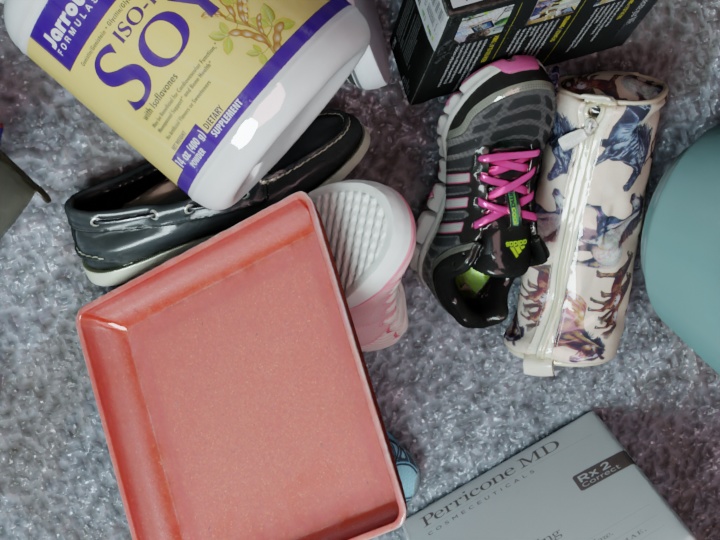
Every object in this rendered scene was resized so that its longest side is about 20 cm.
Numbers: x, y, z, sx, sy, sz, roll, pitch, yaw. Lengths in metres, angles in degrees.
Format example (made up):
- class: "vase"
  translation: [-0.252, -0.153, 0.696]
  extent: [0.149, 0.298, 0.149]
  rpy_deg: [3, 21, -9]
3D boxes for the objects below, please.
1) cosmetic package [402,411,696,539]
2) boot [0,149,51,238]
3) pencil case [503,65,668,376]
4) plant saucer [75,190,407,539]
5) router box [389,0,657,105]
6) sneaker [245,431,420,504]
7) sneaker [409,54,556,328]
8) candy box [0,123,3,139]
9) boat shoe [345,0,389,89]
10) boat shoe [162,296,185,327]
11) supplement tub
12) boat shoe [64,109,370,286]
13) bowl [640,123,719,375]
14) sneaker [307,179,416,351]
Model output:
- class: "cosmetic package"
  translation: [0.151, 0.233, 1.197]
  extent: [0.165, 0.200, 0.165]
  rpy_deg: [-30, 113, -1]
- class: "boot"
  translation: [-0.287, -0.024, 0.999]
  extent: [0.200, 0.077, 0.138]
  rpy_deg: [-42, 114, 1]
- class: "pencil case"
  translation: [0.146, -0.031, 1.167]
  extent: [0.089, 0.078, 0.200]
  rpy_deg: [-17, 120, -54]
- class: "plant saucer"
  translation: [-0.068, 0.082, 1.053]
  extent: [0.199, 0.037, 0.200]
  rpy_deg: [-26, 74, 32]
- class: "router box"
  translation: [0.101, -0.162, 1.054]
  extent: [0.149, 0.200, 0.051]
  rpy_deg: [-16, 83, -7]
- class: "sneaker"
  translation: [-0.017, 0.141, 1.155]
  extent: [0.200, 0.095, 0.079]
  rpy_deg: [19, 100, -50]
- class: "sneaker"
  translation: [0.086, -0.041, 1.115]
  extent: [0.074, 0.088, 0.200]
  rpy_deg: [-6, 136, -25]
- class: "candy box"
  translation: [-0.320, -0.007, 1.077]
  extent: [0.169, 0.077, 0.200]
  rpy_deg: [12, 106, -15]
- class: "boat shoe"
  translation: [-0.040, -0.197, 1.086]
  extent: [0.057, 0.069, 0.200]
  rpy_deg: [-19, 111, 15]
- class: "boat shoe"
  translation: [-0.120, 0.089, 1.157]
  extent: [0.062, 0.073, 0.200]
  rpy_deg: [-12, 116, -12]
- class: "supplement tub"
  translation: [-0.110, -0.148, 1.016]
  extent: [0.200, 0.145, 0.145]
  rpy_deg: [40, 97, 0]
- class: "boat shoe"
  translation: [-0.093, -0.061, 1.110]
  extent: [0.199, 0.075, 0.066]
  rpy_deg: [-22, 124, 6]
- class: "bowl"
  translation: [0.259, -0.020, 1.163]
  extent: [0.201, 0.105, 0.201]
  rpy_deg: [-24, 125, -39]
- class: "sneaker"
  translation: [0.000, 0.000, 1.108]
  extent: [0.105, 0.200, 0.075]
  rpy_deg: [-1, 68, -33]
